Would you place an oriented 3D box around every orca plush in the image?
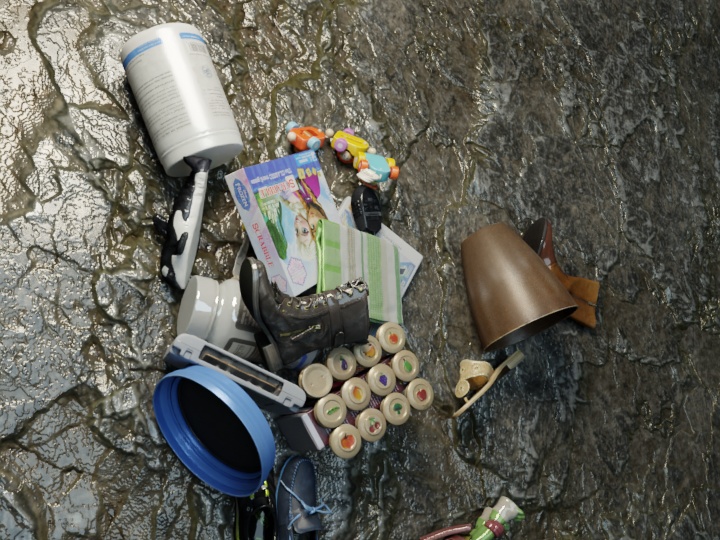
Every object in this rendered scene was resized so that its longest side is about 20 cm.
[{"bbox_3d":[-0.278,-0.075,1.051,0.071,0.105,0.201,12,114,-3],"label":"orca plush"}]

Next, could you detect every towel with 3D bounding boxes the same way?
[{"bbox_3d":[-0.002,0.009,1.143,0.200,0.031,0.150,18,64,-48],"label":"towel"}]

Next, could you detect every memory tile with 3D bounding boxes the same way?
[{"bbox_3d":[0.013,0.177,1.074,0.200,0.017,0.154,-26,90,-31],"label":"memory tile"}]

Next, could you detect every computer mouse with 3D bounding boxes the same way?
[{"bbox_3d":[0.016,-0.050,1.230,0.059,0.034,0.201,-3,82,-54],"label":"computer mouse"}]

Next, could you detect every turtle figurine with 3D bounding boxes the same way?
[{"bbox_3d":[0.206,0.484,1.160,0.194,0.200,0.144,-38,131,-34],"label":"turtle figurine"}]

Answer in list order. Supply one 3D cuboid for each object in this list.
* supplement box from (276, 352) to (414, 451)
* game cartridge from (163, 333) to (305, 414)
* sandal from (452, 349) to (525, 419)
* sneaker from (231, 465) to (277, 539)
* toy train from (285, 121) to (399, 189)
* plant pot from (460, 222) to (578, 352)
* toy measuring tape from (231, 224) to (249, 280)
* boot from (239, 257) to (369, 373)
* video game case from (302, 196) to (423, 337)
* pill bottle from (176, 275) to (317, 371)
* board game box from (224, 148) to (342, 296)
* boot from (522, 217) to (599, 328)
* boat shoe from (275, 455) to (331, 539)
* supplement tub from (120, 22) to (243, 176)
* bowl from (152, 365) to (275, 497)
[{"bbox_3d":[-0.023,0.207,1.120,0.200,0.109,0.061,-30,91,-30],"label":"supplement box"},{"bbox_3d":[-0.186,0.153,1.027,0.200,0.133,0.042,28,73,-13],"label":"game cartridge"},{"bbox_3d":[0.212,0.188,1.287,0.211,0.078,0.070,-31,73,-37],"label":"sandal"},{"bbox_3d":[-0.146,0.329,1.035,0.071,0.083,0.201,-2,79,-29],"label":"sneaker"},{"bbox_3d":[-0.033,-0.191,1.220,0.200,0.056,0.150,37,35,23],"label":"toy train"},{"bbox_3d":[0.269,0.021,1.303,0.186,0.187,0.201,-13,69,-31],"label":"plant pot"},{"bbox_3d":[-0.151,-0.064,1.131,0.073,0.074,0.201,23,60,-22],"label":"toy measuring tape"},{"bbox_3d":[-0.071,0.045,1.000,0.174,0.069,0.201,-20,124,-16],"label":"boot"},{"bbox_3d":[0.000,0.000,1.234,0.182,0.022,0.200,38,63,-15],"label":"video game case"},{"bbox_3d":[-0.167,0.078,1.070,0.199,0.114,0.114,17,70,-25],"label":"pill bottle"},{"bbox_3d":[-0.101,-0.076,1.098,0.200,0.041,0.200,-34,104,-57],"label":"board game box"},{"bbox_3d":[0.417,0.005,1.436,0.199,0.068,0.189,16,70,-25],"label":"boot"},{"bbox_3d":[-0.081,0.382,1.061,0.084,0.069,0.201,5,79,-43],"label":"boat shoe"},{"bbox_3d":[-0.274,-0.260,1.086,0.132,0.132,0.201,-19,88,-31],"label":"supplement tub"},{"bbox_3d":[-0.200,0.218,0.971,0.201,0.200,0.039,56,44,-5],"label":"bowl"}]
